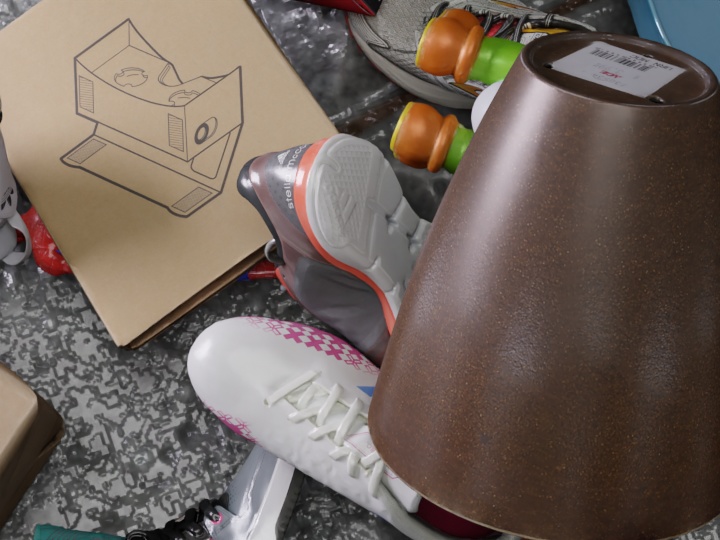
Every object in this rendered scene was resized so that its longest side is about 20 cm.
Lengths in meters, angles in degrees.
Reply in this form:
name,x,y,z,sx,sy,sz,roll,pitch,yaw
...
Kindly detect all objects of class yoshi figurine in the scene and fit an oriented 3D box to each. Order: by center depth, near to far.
name,x,y,z,sx,sy,sz,roll,pitch,yaw
yoshi figurine,0.125,-0.069,1.192,0.199,0.113,0.112,19,52,12

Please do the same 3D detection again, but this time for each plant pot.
name,x,y,z,sx,sy,sz,roll,pitch,yaw
plant pot,0.107,-0.004,1.067,0.186,0.187,0.201,8,116,2

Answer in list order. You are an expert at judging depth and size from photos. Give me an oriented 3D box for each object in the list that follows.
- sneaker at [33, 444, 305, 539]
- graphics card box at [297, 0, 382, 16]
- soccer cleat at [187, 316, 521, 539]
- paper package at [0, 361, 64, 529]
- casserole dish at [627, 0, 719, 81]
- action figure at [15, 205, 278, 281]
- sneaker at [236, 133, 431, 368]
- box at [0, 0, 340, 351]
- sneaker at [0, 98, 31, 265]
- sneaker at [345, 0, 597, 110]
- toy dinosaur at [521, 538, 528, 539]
name,x,y,z,sx,sy,sz,roll,pitch,yaw
sneaker,-0.115,0.154,1.208,0.120,0.084,0.201,28,80,-4
graphics card box,-0.012,-0.250,1.284,0.125,0.051,0.201,15,77,34
soccer cleat,0.003,0.085,1.159,0.199,0.086,0.070,30,92,-7
paper package,-0.291,0.097,1.207,0.200,0.103,0.191,32,81,6
casserole dish,0.196,-0.172,1.272,0.121,0.039,0.201,-2,66,-27
action figure,-0.114,-0.016,1.260,0.199,0.052,0.066,7,72,6
sneaker,0.000,0.000,1.188,0.082,0.200,0.077,4,50,35
box,-0.113,-0.081,1.235,0.163,0.021,0.200,-35,70,4
sneaker,-0.272,-0.047,1.228,0.199,0.115,0.075,-1,35,24
sneaker,0.086,-0.126,1.266,0.199,0.082,0.078,22,79,5
toy dinosaur,0.175,0.187,1.221,0.199,0.105,0.182,-24,92,33
